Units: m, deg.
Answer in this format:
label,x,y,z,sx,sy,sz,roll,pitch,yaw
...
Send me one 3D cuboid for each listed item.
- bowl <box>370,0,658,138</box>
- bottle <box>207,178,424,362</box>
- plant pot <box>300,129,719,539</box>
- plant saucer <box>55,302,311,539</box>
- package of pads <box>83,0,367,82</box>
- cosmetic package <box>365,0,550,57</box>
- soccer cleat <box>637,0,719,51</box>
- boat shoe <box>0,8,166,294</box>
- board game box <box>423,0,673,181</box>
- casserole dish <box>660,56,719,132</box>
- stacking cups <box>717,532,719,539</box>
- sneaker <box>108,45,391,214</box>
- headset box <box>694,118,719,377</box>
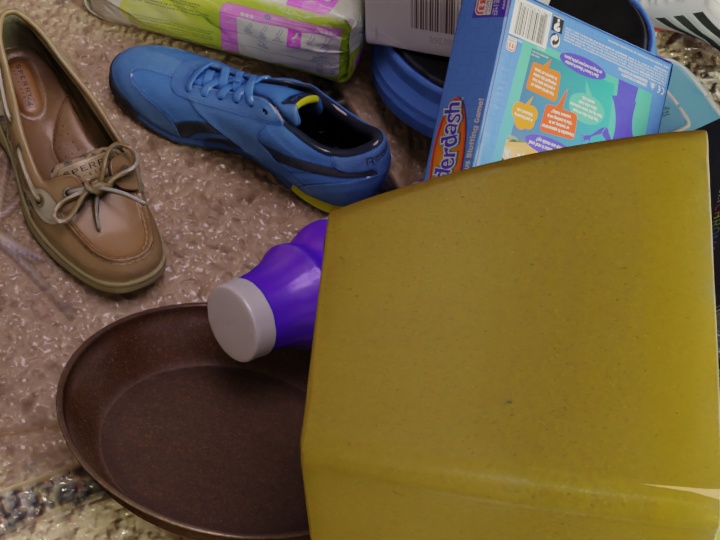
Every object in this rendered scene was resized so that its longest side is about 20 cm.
label,x,y,z,sx,sy,sz,roll,pitch,yaw
bowl,0.107,-0.152,1.108,0.200,0.039,0.201,1,43,-1
bottle,0.000,0.000,0.978,0.200,0.066,0.083,-24,32,-37
plant pot,0.067,0.064,0.772,0.176,0.200,0.201,4,56,5
plant saucer,-0.073,0.091,0.916,0.200,0.037,0.201,9,35,-7
package of pads,-0.077,-0.220,1.119,0.199,0.068,0.155,16,55,7
cosmetic package,0.083,-0.230,1.102,0.112,0.081,0.200,11,44,13
soccer cleat,0.235,-0.200,1.157,0.200,0.085,0.069,30,56,26
boat shoe,-0.185,-0.074,1.011,0.073,0.063,0.200,-26,67,-26
board game box,0.108,-0.051,0.978,0.152,0.045,0.201,16,84,-39
casserole dish,0.176,-0.090,1.118,0.199,0.039,0.121,-19,64,-24
stacking cups,0.189,0.175,0.891,0.060,0.061,0.201,16,91,-2
sneaker,-0.070,-0.109,1.052,0.200,0.079,0.066,27,58,7
headset box,0.252,0.020,0.972,0.200,0.093,0.175,41,48,-24
